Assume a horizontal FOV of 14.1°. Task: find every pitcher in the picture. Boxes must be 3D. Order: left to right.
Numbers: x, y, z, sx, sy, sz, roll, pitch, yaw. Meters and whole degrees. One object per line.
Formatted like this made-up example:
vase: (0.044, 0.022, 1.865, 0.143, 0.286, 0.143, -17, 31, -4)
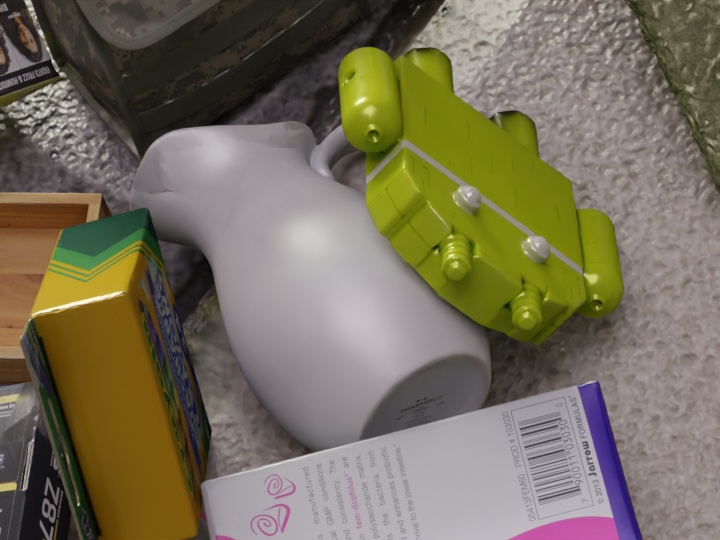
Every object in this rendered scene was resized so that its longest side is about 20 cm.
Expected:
pitcher: (0.000, 0.000, 1.500, 0.171, 0.121, 0.200, -20, 51, -26)

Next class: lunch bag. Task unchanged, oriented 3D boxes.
lunch bag: (-0.095, -0.177, 1.559, 0.164, 0.200, 0.118, -35, 60, -11)

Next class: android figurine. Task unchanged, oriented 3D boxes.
android figurine: (0.059, -0.038, 1.474, 0.041, 0.182, 0.200, -45, 21, 23)

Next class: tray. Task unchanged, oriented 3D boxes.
tray: (-0.237, 0.009, 1.550, 0.199, 0.037, 0.099, 0, 62, 11)

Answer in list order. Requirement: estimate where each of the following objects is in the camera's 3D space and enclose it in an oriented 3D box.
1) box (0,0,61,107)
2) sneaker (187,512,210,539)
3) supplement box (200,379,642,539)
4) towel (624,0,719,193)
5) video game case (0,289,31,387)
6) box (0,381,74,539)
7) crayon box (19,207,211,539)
box: (-0.241, -0.181, 1.601, 0.050, 0.075, 0.201, -24, 91, 32)
sneaker: (-0.127, 0.207, 1.424, 0.088, 0.081, 0.200, 35, 79, 22)
supplement box: (0.034, 0.141, 1.412, 0.199, 0.103, 0.101, -13, 60, 1)
towel: (0.216, -0.139, 1.524, 0.148, 0.036, 0.200, -28, 95, -8)
video game case: (-0.286, 0.052, 1.567, 0.200, 0.023, 0.182, 35, 72, 26)
box: (-0.241, 0.146, 1.431, 0.199, 0.049, 0.162, -11, 55, 23)
crayon box: (-0.115, 0.057, 1.413, 0.051, 0.126, 0.200, -14, 15, 4)
